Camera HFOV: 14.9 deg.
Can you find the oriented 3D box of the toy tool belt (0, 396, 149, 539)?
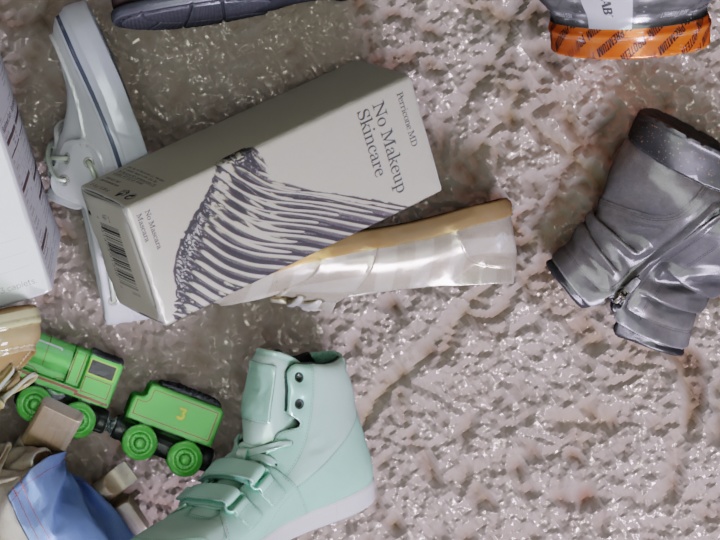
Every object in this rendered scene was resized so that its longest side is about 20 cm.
[{"bbox_3d":[-0.166,0.179,1.676,0.123,0.125,0.200,-35,105,16],"label":"toy tool belt"}]

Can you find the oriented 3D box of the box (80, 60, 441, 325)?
[{"bbox_3d":[-0.057,-0.048,1.623,0.199,0.068,0.083,-27,113,-22],"label":"box"}]

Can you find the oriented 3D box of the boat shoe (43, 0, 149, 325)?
[{"bbox_3d":[-0.157,-0.058,1.647,0.066,0.074,0.201,-19,105,-3],"label":"boat shoe"}]

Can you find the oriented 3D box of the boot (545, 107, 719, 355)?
[{"bbox_3d":[0.225,-0.002,1.707,0.199,0.070,0.132,28,102,0],"label":"boot"}]

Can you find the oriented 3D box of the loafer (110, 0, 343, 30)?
[{"bbox_3d":[-0.055,-0.187,1.639,0.199,0.072,0.063,-10,84,-9],"label":"loafer"}]

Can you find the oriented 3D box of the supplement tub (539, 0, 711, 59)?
[{"bbox_3d":[0.155,-0.229,1.612,0.122,0.123,0.201,-4,103,-4],"label":"supplement tub"}]

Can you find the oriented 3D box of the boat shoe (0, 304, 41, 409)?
[{"bbox_3d":[-0.236,0.078,1.602,0.073,0.200,0.063,-10,72,-35],"label":"boat shoe"}]

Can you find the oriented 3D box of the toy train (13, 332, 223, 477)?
[{"bbox_3d":[-0.178,0.072,1.696,0.199,0.042,0.057,21,91,-9],"label":"toy train"}]

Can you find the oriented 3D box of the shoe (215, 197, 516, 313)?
[{"bbox_3d":[0.000,0.000,1.677,0.199,0.070,0.054,-11,96,-5],"label":"shoe"}]

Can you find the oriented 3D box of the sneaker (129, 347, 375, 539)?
[{"bbox_3d":[-0.077,0.111,1.659,0.200,0.073,0.119,-22,108,-44],"label":"sneaker"}]

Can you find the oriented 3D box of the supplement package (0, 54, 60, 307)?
[{"bbox_3d":[-0.276,-0.076,1.593,0.151,0.151,0.201,-17,104,-1],"label":"supplement package"}]
